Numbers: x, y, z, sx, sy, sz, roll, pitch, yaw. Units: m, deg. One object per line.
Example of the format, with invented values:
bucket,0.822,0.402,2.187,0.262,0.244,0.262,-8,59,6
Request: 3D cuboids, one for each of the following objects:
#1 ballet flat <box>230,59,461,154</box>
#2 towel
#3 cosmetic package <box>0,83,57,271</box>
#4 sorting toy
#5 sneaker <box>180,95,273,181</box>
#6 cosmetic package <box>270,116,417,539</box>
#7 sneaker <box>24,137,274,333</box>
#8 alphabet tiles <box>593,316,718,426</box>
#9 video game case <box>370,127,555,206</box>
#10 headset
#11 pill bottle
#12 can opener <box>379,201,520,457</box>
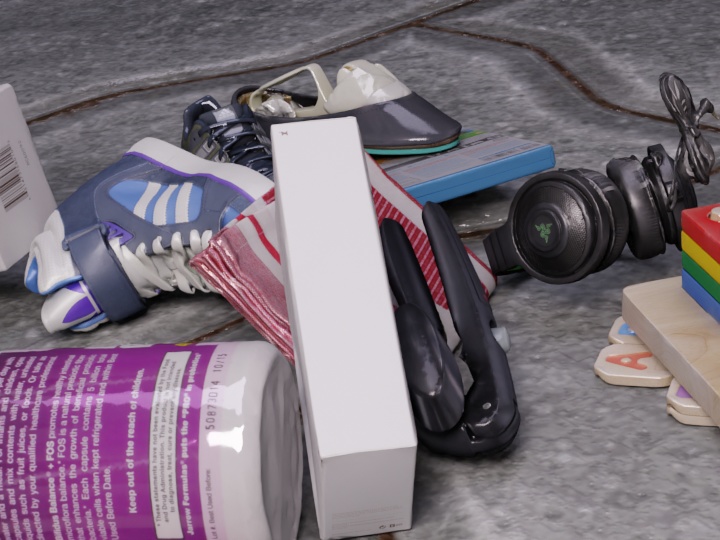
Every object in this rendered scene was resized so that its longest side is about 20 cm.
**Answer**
ballet flat,-0.018,-0.117,1.298,0.199,0.074,0.073,0,22,38
towel,0.000,0.000,1.039,0.023,0.144,0.200,-46,0,33
cosmetic package,-0.314,-0.045,1.192,0.198,0.108,0.085,-9,20,25
sorting toy,0.265,0.016,0.944,0.198,0.070,0.199,-9,25,-11
sneaker,-0.085,-0.071,1.248,0.073,0.082,0.200,-23,21,-20
cosmetic package,-0.010,0.026,0.901,0.050,0.083,0.201,-7,55,-4
sneaker,-0.127,0.000,1.119,0.199,0.081,0.147,24,63,43
alphabet tiles,0.237,0.036,1.010,0.194,0.015,0.200,2,25,21
video game case,0.030,-0.074,1.272,0.142,0.018,0.200,-18,16,-20
headset,0.146,-0.048,1.064,0.123,0.095,0.200,-15,-5,-25
pill bottle,-0.133,0.092,0.859,0.198,0.113,0.112,-2,23,9
can opener,0.047,0.026,0.977,0.063,0.079,0.201,-10,36,3
